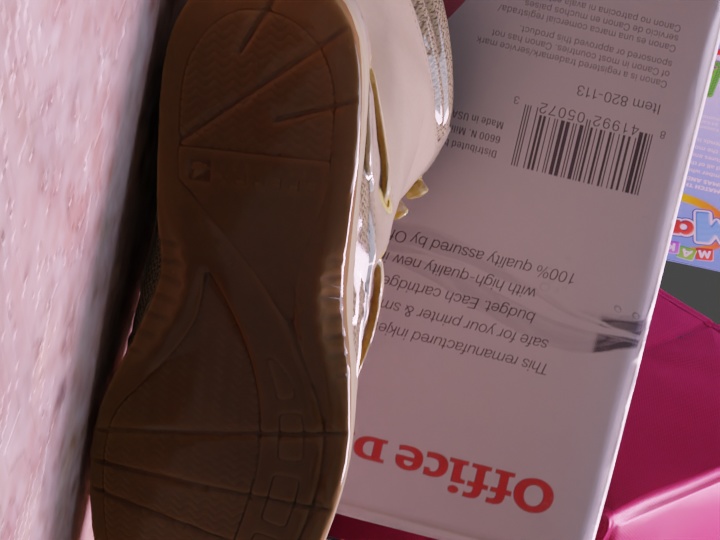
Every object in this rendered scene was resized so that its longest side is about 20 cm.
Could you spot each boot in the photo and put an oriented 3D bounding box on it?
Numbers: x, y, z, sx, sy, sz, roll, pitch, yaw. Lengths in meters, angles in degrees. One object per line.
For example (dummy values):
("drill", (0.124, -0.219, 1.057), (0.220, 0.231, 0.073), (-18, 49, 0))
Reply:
("boot", (-0.021, 0.000, 0.714), (0.155, 0.073, 0.201), (-51, 149, -71))

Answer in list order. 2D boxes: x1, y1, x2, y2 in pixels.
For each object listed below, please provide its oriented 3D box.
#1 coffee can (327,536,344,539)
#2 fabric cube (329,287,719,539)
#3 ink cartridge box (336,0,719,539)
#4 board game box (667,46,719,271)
("coffee can", (0.028, 0.197, 1.024), (0.146, 0.199, 0.147), (13, 90, -85))
("fabric cube", (0.099, 0.131, 1.219), (0.199, 0.200, 0.197), (-16, 127, -43))
("ink cartridge box", (0.032, -0.017, 0.828), (0.083, 0.146, 0.201), (-44, 148, -80))
("board game box", (0.207, -0.080, 1.295), (0.037, 0.151, 0.200), (-73, 174, -45))
